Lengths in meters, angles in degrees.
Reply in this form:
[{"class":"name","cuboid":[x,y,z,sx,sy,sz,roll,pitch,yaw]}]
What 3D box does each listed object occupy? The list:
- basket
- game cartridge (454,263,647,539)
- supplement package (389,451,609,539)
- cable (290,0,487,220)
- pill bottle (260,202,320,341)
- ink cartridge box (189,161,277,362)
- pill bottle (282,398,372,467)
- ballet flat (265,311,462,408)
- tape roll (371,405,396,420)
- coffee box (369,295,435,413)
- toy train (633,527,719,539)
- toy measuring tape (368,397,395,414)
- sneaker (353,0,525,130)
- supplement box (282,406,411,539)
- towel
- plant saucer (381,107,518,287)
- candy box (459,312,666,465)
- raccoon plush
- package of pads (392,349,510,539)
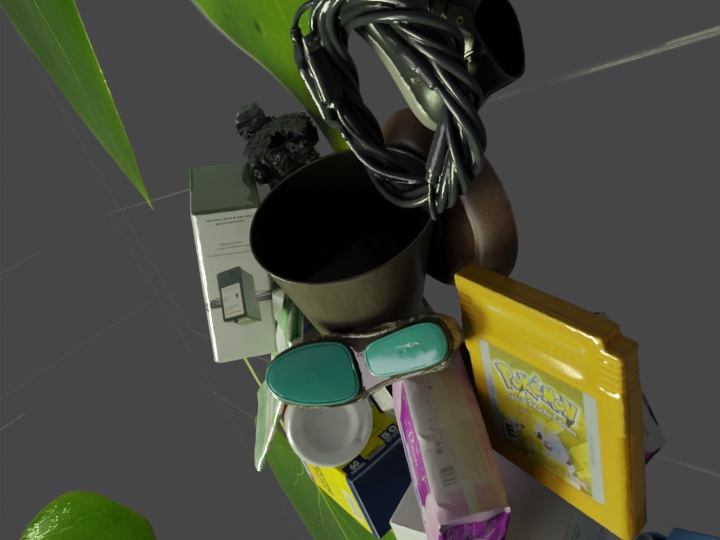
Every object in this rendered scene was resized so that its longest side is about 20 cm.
[{"class":"basket","cuboid":[0.000,0.000,0.695,0.201,0.177,0.138,73,172,-57]},{"class":"game cartridge","cuboid":[0.159,0.108,0.591,0.175,0.032,0.204,27,141,51]},{"class":"supplement package","cuboid":[0.166,0.311,0.777,0.188,0.148,0.203,3,126,35]},{"class":"cable","cuboid":[0.032,-0.127,0.535,0.161,0.051,0.202,7,133,48]},{"class":"pill bottle","cuboid":[-0.103,0.004,1.016,0.202,0.113,0.114,54,156,5]},{"class":"ink cartridge box","cuboid":[-0.159,-0.013,0.866,0.146,0.082,0.204,-115,20,-58]},{"class":"pill bottle","cuboid":[-0.054,0.172,0.927,0.113,0.110,0.200,60,174,-12]},{"class":"ballet flat","cuboid":[0.007,0.085,0.660,0.075,0.196,0.070,-4,-103,-70]},{"class":"tape roll","cuboid":[0.012,0.178,1.066,0.202,0.070,0.205,43,153,28]},{"class":"coffee box","cuboid":[0.017,0.057,0.851,0.202,0.113,0.080,55,157,4]},{"class":"toy train","cuboid":[0.323,0.338,0.655,0.113,0.086,0.203,-12,110,58]},{"class":"toy measuring tape","cuboid":[0.090,0.179,0.888,0.197,0.074,0.075,20,141,29]},{"class":"sneaker","cuboid":[0.045,-0.212,0.523,0.201,0.075,0.106,51,153,-10]},{"class":"supplement box","cuboid":[-0.007,0.264,0.988,0.198,0.108,0.111,17,136,55]},{"class":"towel","cuboid":[-0.108,0.131,0.901,0.154,0.023,0.204,-100,26,-59]},{"class":"plant saucer","cuboid":[0.072,-0.061,0.694,0.200,0.034,0.203,42,152,28]},{"class":"candy box","cuboid":[0.178,0.115,0.677,0.138,0.060,0.199,61,156,-9]},{"class":"raccoon plush","cuboid":[-0.081,-0.131,0.882,0.135,0.095,0.202,60,-175,-39]},{"class":"package of pads","cuboid":[0.082,0.172,0.678,0.122,0.074,0.203,83,175,-48]}]
